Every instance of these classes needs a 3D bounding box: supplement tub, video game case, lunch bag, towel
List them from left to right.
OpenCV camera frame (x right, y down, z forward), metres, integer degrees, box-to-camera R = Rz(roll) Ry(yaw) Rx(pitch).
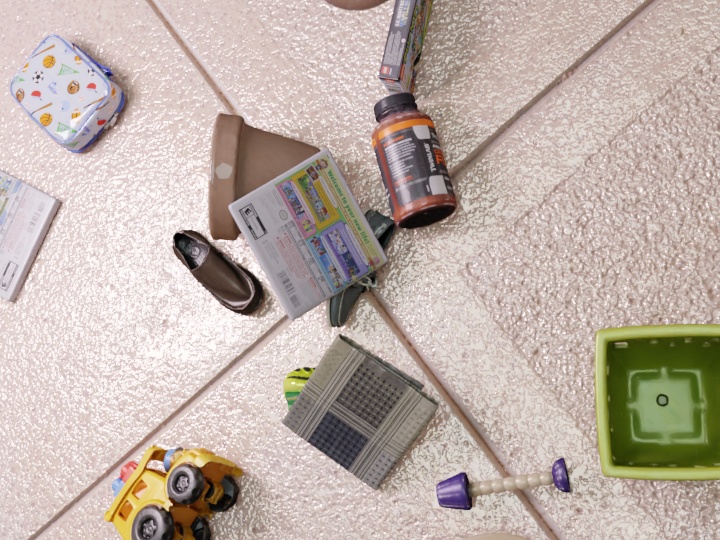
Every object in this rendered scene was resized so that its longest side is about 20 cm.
[{"bbox_3d":[-0.657,-0.072,1.772,0.180,0.022,0.203,25,89,17],"label":"video game case"},{"bbox_3d":[-0.520,-0.317,1.750,0.200,0.076,0.161,42,90,18],"label":"lunch bag"},{"bbox_3d":[-0.079,-0.056,1.507,0.180,0.022,0.202,-31,97,-12],"label":"video game case"},{"bbox_3d":[0.001,0.214,1.489,0.191,0.035,0.201,35,117,0],"label":"towel"},{"bbox_3d":[0.079,-0.177,1.551,0.105,0.107,0.203,-18,78,11],"label":"supplement tub"}]

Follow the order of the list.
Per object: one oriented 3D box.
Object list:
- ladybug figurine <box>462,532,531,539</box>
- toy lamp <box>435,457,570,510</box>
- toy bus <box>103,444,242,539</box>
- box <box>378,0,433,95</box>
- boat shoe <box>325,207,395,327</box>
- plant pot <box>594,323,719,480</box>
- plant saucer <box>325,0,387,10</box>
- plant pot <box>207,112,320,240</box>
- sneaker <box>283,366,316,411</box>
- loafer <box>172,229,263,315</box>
[{"bbox_3d":[0.206,0.454,1.432,0.196,0.072,0.138,3,81,15],"label":"ladybug figurine"},{"bbox_3d":[0.211,0.320,1.461,0.197,0.058,0.059,-14,78,12],"label":"toy lamp"},{"bbox_3d":[-0.314,0.350,1.568,0.191,0.136,0.201,34,88,33],"label":"toy bus"},{"bbox_3d":[0.077,-0.388,1.585,0.034,0.110,0.204,11,84,15],"label":"box"},{"bbox_3d":[0.000,0.000,1.562,0.061,0.073,0.203,17,80,20],"label":"boat shoe"},{"bbox_3d":[0.429,0.185,1.361,0.195,0.181,0.204,-2,81,15],"label":"plant pot"},{"bbox_3d":[-0.002,-0.547,1.674,0.196,0.032,0.204,-2,81,14],"label":"plant saucer"},{"bbox_3d":[-0.151,-0.147,1.582,0.171,0.200,0.204,2,81,-4],"label":"plant pot"},{"bbox_3d":[-0.025,0.207,1.544,0.196,0.074,0.085,10,117,9],"label":"sneaker"},{"bbox_3d":[-0.247,0.002,1.625,0.199,0.071,0.073,36,91,17],"label":"loafer"}]
